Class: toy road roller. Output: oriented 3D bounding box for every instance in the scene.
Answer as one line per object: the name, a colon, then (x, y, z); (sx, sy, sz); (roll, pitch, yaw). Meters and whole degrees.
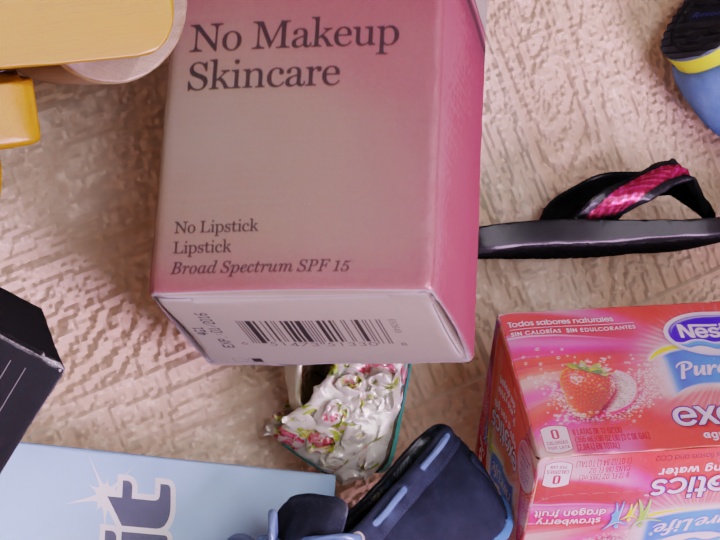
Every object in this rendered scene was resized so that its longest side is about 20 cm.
toy road roller: (-0.175, -0.068, 1.028); (0.199, 0.123, 0.147); (-10, 99, -23)

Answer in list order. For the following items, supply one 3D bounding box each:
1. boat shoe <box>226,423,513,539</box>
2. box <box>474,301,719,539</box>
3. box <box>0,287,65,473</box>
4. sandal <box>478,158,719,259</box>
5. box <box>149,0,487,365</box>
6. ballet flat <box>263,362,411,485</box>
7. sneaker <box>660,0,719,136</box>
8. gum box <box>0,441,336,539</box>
boat shoe: (-0.020, 0.130, 1.056); (0.200, 0.084, 0.069); (-28, 92, -46)
box: (0.163, 0.082, 1.140); (0.199, 0.103, 0.095); (-4, 44, -10)
box: (-0.230, 0.078, 0.949); (0.141, 0.079, 0.200); (29, 98, -23)
sandal: (0.125, -0.031, 1.202); (0.199, 0.075, 0.045); (-3, 84, -25)
box: (-0.015, -0.067, 1.072); (0.127, 0.109, 0.201); (-2, 71, 12)
ballet flat: (0.000, 0.000, 1.133); (0.064, 0.076, 0.201); (16, 72, -16)
sneaker: (0.235, -0.149, 1.290); (0.200, 0.066, 0.079); (-52, 120, -25)
gum box: (-0.111, 0.167, 1.061); (0.199, 0.045, 0.171); (8, 78, -28)
